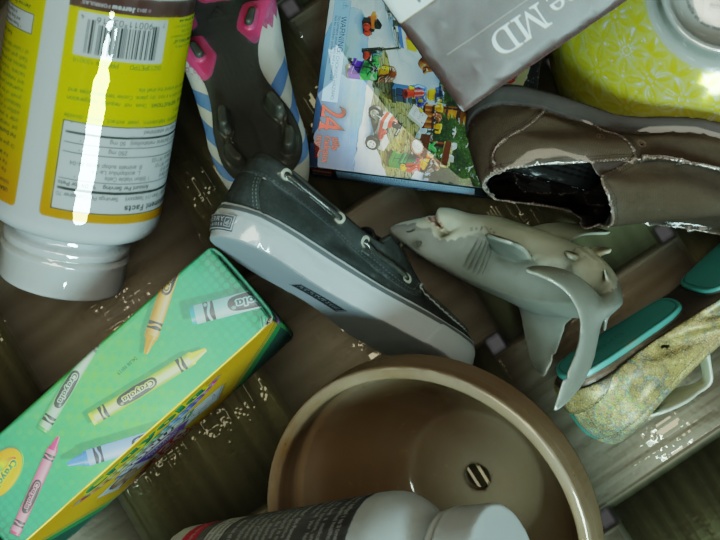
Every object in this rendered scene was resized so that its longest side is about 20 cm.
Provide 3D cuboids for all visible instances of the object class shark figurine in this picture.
[{"bbox_3d":[0.111,0.023,1.038,0.127,0.214,0.090,2,104,-23],"label":"shark figurine"}]

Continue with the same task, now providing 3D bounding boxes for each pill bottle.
[{"bbox_3d":[-0.008,0.178,0.957,0.198,0.110,0.112,-14,81,30],"label":"pill bottle"},{"bbox_3d":[-0.164,-0.089,1.061,0.108,0.109,0.202,13,106,5],"label":"pill bottle"}]

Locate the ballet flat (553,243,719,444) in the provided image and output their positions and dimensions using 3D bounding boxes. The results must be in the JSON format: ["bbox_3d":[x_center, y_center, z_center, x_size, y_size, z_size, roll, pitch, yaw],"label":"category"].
[{"bbox_3d":[0.206,0.033,1.070,0.199,0.071,0.071,-36,82,-7],"label":"ballet flat"}]

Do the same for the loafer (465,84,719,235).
[{"bbox_3d":[0.154,-0.047,1.043,0.198,0.073,0.072,11,55,3],"label":"loafer"}]

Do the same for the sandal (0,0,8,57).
[{"bbox_3d":[-0.170,-0.181,1.120,0.081,0.055,0.201,36,86,7],"label":"sandal"}]

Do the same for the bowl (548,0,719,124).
[{"bbox_3d":[0.213,-0.156,1.069,0.198,0.108,0.203,0,82,3],"label":"bowl"}]

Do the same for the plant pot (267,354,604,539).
[{"bbox_3d":[0.053,0.135,1.029,0.199,0.093,0.203,10,113,24],"label":"plant pot"}]

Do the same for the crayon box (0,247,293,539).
[{"bbox_3d":[-0.135,0.079,1.053,0.200,0.119,0.058,-42,82,-2],"label":"crayon box"}]

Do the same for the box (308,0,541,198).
[{"bbox_3d":[0.047,-0.151,1.112,0.135,0.038,0.202,7,83,4],"label":"box"}]

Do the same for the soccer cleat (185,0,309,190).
[{"bbox_3d":[-0.076,-0.115,1.105,0.069,0.087,0.202,-11,59,-3],"label":"soccer cleat"}]

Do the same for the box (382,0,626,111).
[{"bbox_3d":[0.066,-0.232,0.969,0.165,0.165,0.201,-33,106,16],"label":"box"}]

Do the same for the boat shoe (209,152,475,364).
[{"bbox_3d":[0.000,0.000,1.041,0.199,0.068,0.057,33,72,-34],"label":"boat shoe"}]
